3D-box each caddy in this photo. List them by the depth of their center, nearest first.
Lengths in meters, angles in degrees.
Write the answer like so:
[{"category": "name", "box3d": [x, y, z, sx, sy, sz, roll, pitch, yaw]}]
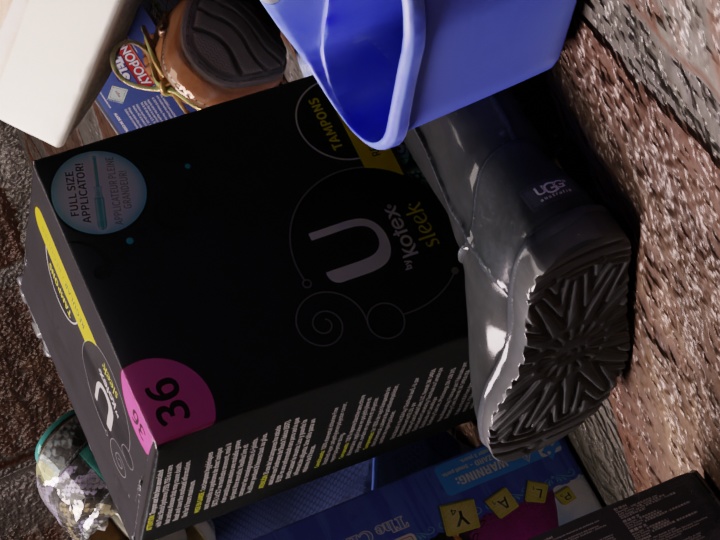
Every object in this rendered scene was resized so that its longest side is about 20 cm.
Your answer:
[{"category": "caddy", "box3d": [0.007, -0.132, 1.031, 0.200, 0.105, 0.141, 100, 146, -66]}]

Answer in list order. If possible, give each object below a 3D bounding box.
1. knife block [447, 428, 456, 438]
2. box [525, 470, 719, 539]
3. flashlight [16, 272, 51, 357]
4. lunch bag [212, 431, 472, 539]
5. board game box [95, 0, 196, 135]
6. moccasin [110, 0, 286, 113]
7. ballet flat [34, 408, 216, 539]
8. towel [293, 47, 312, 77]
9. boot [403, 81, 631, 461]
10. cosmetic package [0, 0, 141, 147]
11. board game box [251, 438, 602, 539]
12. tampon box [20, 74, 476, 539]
[{"category": "knife block", "box3d": [0.001, 0.058, 1.597, 0.176, 0.064, 0.200, 92, 154, -65]}, {"category": "box", "box3d": [0.068, 0.187, 1.132, 0.049, 0.200, 0.161, -124, 15, -46]}, {"category": "flashlight", "box3d": [-0.094, -0.007, 1.567, 0.068, 0.200, 0.068, -128, 18, -60]}, {"category": "lunch bag", "box3d": [0.008, 0.166, 1.431, 0.132, 0.136, 0.200, 30, -133, -34]}, {"category": "board game box", "box3d": [-0.115, -0.138, 1.712, 0.200, 0.062, 0.200, -95, -21, -50]}, {"category": "moccasin", "box3d": [-0.088, -0.119, 1.508, 0.074, 0.078, 0.201, 44, -170, -15]}, {"category": "ballet flat", "box3d": [-0.106, 0.133, 1.368, 0.072, 0.072, 0.200, 63, 180, 27]}, {"category": "towel", "box3d": [-0.017, -0.125, 1.426, 0.147, 0.024, 0.200, -151, 40, -73]}, {"category": "boot", "box3d": [0.040, -0.039, 1.170, 0.200, 0.066, 0.165, 57, 155, 30]}, {"category": "cosmetic package", "box3d": [-0.153, -0.182, 1.490, 0.200, 0.087, 0.103, -63, 1, 31]}, {"category": "board game box", "box3d": [0.043, 0.189, 1.272, 0.041, 0.200, 0.200, 85, 160, -57]}, {"category": "tampon box", "box3d": [-0.037, 0.009, 1.267, 0.150, 0.200, 0.126, 63, 161, 21]}]
